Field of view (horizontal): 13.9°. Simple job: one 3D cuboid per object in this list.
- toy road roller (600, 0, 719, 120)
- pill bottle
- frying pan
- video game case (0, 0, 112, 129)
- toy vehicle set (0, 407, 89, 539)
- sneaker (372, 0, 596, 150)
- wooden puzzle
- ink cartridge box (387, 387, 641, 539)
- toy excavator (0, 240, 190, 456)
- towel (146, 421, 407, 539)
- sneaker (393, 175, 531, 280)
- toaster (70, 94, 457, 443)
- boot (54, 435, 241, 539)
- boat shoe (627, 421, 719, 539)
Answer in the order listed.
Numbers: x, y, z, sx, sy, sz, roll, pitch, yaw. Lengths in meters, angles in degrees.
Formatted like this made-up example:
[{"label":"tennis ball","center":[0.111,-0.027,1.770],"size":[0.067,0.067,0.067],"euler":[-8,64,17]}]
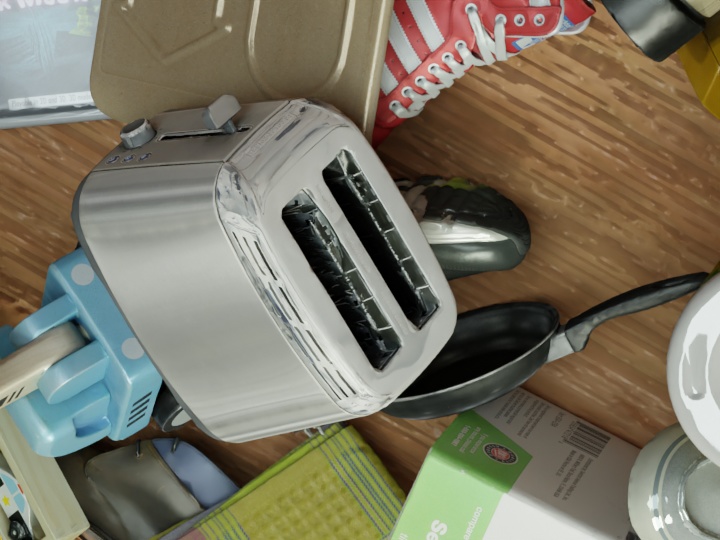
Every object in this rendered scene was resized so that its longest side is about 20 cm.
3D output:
[{"label":"toy road roller","center":[0.201,-0.159,1.472],"size":[0.123,0.146,0.200],"euler":[-39,127,19]},{"label":"pill bottle","center":[0.220,0.029,1.447],"size":[0.111,0.200,0.111],"euler":[3,102,15]},{"label":"frying pan","center":[0.087,0.034,1.545],"size":[0.190,0.115,0.031],"euler":[-20,106,-1]},{"label":"video game case","center":[-0.149,-0.172,1.600],"size":[0.200,0.023,0.182],"euler":[-4,100,16]},{"label":"toy vehicle set","center":[-0.236,0.083,1.632],"size":[0.124,0.027,0.200],"euler":[-39,76,43]},{"label":"sneaker","center":[0.050,-0.114,1.533],"size":[0.112,0.071,0.200],"euler":[28,106,12]},{"label":"wooden puzzle","center":[-0.050,-0.161,1.514],"size":[0.185,0.046,0.200],"euler":[14,104,35]},{"label":"ink cartridge box","center":[0.126,0.150,1.528],"size":[0.200,0.146,0.084],"euler":[27,109,9]},{"label":"toy excavator","center":[-0.166,0.053,1.528],"size":[0.200,0.194,0.100],"euler":[-32,78,-18]},{"label":"towel","center":[-0.012,0.190,1.576],"size":[0.144,0.023,0.200],"euler":[-34,75,-10]},{"label":"sneaker","center":[0.000,0.000,1.578],"size":[0.200,0.074,0.085],"euler":[-2,108,25]},{"label":"toaster","center":[-0.042,0.005,1.469],"size":[0.129,0.114,0.200],"euler":[-10,116,47]},{"label":"boot","center":[-0.130,0.115,1.648],"size":[0.097,0.075,0.200],"euler":[-38,78,-6]},{"label":"boat shoe","center":[0.216,0.111,1.469],"size":[0.071,0.201,0.070],"euler":[0,86,44]}]
